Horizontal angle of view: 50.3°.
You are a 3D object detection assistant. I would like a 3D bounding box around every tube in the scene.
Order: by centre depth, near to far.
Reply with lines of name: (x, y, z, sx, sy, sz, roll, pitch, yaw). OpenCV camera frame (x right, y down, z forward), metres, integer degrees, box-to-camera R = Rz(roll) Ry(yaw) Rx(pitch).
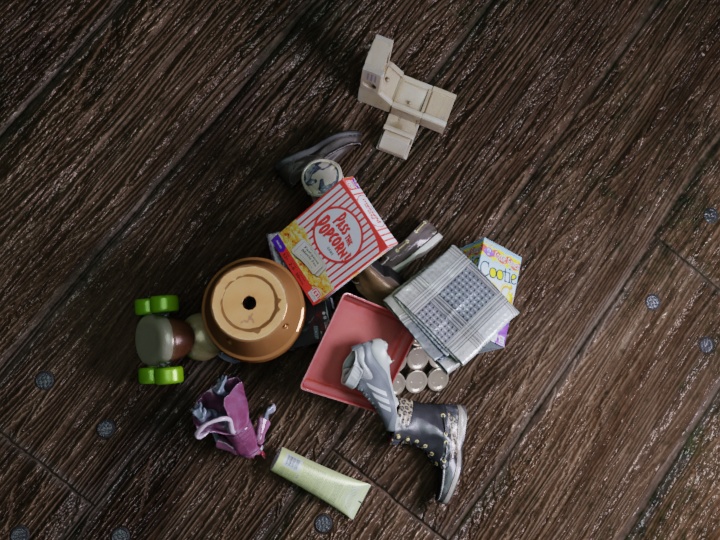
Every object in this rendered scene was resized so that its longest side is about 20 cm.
tube: (-0.084, 0.421, 1.535, 0.199, 0.058, 0.052, 28, 37, -6)

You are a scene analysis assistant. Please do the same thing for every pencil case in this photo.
pencil case: (-0.069, -0.159, 1.535, 0.078, 0.200, 0.090, 32, 83, 9)

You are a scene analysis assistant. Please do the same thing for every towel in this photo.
towel: (0.172, 0.070, 1.457, 0.200, 0.035, 0.193, -38, 78, -19)

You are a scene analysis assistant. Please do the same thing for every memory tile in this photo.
memory tile: (0.092, 0.180, 1.566, 0.199, 0.017, 0.154, -3, 104, -19)

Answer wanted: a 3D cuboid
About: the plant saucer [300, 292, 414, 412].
plant saucer: (-0.004, 0.157, 1.483, 0.199, 0.037, 0.201, 23, 93, -33)

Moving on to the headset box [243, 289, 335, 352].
headset box: (-0.153, 0.088, 1.529, 0.199, 0.075, 0.150, -13, 81, 10)

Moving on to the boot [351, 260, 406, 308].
boot: (0.000, 0.000, 1.492, 0.200, 0.074, 0.075, 40, 110, -11)

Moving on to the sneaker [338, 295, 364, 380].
sneaker: (-0.024, 0.149, 1.574, 0.077, 0.075, 0.201, 30, 67, -40)

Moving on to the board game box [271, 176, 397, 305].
board game box: (-0.051, -0.054, 1.424, 0.200, 0.046, 0.152, -38, 82, 27)

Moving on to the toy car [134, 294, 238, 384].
toy car: (-0.330, 0.132, 1.517, 0.199, 0.157, 0.166, -2, 85, -37)

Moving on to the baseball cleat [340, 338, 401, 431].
baseball cleat: (0.018, 0.225, 1.469, 0.106, 0.070, 0.201, -13, 109, -10)

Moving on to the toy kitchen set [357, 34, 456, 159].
toy kitchen set: (0.089, -0.344, 1.589, 0.199, 0.180, 0.164, 21, 81, 0)

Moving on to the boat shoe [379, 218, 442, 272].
boat shoe: (0.081, -0.033, 1.604, 0.200, 0.072, 0.060, -37, 82, -14)

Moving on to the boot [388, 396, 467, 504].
boot: (0.130, 0.359, 1.555, 0.150, 0.073, 0.201, 14, 77, -7)

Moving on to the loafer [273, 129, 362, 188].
loafer: (-0.081, -0.232, 1.614, 0.199, 0.073, 0.072, -25, 92, -2)

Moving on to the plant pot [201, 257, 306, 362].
plant pot: (-0.198, 0.066, 1.408, 0.198, 0.140, 0.202, 1, 81, -4)

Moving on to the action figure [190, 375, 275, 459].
action figure: (-0.229, 0.303, 1.478, 0.133, 0.149, 0.201, -30, 119, -2)

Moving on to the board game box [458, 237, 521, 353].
board game box: (0.242, 0.053, 1.562, 0.103, 0.105, 0.201, 26, 65, -22)

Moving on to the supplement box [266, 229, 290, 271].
supplement box: (-0.087, -0.049, 1.562, 0.199, 0.110, 0.086, -14, 84, -9)
